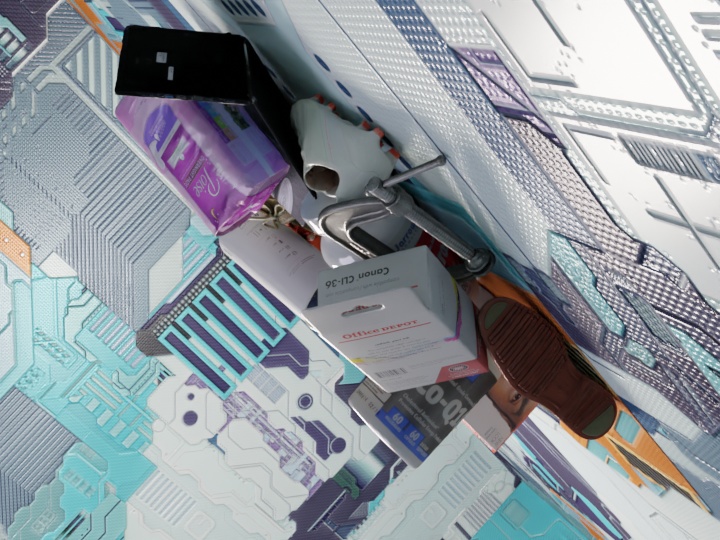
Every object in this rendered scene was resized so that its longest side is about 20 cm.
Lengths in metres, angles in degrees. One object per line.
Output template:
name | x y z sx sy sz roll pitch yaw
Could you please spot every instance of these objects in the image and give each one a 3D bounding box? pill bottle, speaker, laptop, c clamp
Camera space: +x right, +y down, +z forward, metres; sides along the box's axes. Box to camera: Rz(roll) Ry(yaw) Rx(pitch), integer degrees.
pill bottle | 0.030 -0.018 1.044 0.200 0.112 0.112 47 174 -28
speaker | -0.093 -0.008 1.246 0.199 0.081 0.081 36 171 38
laptop | -0.144 -0.164 1.000 0.178 0.196 0.105 -106 22 -57
c clamp | 0.052 -0.029 0.895 0.169 0.028 0.199 -10 150 35
pill bottle | 0.090 0.116 1.133 0.114 0.200 0.114 43 176 3

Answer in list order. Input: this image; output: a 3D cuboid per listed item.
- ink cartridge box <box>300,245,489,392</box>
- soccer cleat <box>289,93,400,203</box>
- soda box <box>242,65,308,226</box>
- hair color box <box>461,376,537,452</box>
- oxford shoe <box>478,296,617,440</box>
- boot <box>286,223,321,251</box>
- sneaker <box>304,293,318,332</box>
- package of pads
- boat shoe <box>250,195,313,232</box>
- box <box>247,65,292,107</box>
ink cartridge box | 0.035 0.042 0.931 0.200 0.115 0.069 46 -144 -53
soccer cleat | -0.035 -0.117 0.960 0.069 0.078 0.200 47 175 -32
soda box | -0.104 -0.150 1.137 0.200 0.063 0.071 44 135 10
hair color box | 0.151 0.142 1.376 0.200 0.111 0.064 43 176 12
oxford shoe | 0.178 0.097 1.009 0.200 0.071 0.074 47 177 -23
boot | -0.063 -0.050 1.311 0.106 0.075 0.202 23 -148 -34
sneaker | 0.000 0.000 1.132 0.074 0.200 0.086 20 123 20
package of pads | -0.180 -0.147 1.103 0.201 0.075 0.120 50 139 3
boat shoe | -0.070 -0.074 1.215 0.197 0.064 0.073 11 171 -29
box | -0.105 -0.194 1.237 0.200 0.021 0.164 45 175 9
